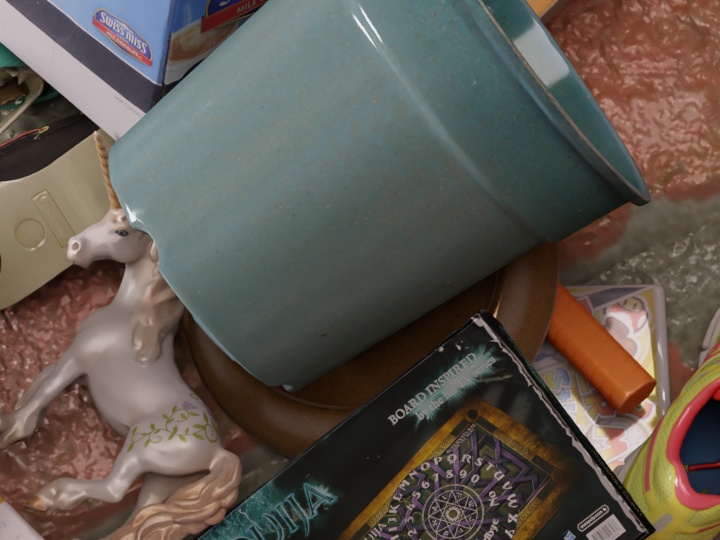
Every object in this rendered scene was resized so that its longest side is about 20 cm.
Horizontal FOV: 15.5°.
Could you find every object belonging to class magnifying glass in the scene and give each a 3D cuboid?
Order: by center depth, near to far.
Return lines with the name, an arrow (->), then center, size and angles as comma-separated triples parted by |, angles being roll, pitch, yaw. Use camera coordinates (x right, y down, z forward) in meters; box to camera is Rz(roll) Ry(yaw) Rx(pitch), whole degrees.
magnifying glass -> 0.077, -0.002, 1.356 | 0.080, 0.022, 0.200 | -34, 63, -17

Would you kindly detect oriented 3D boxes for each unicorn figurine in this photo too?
unicorn figurine -> -0.123, 0.056, 1.322 | 0.137, 0.074, 0.200 | -37, 74, 2

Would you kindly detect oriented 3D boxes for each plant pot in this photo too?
plant pot -> 0.001, -0.056, 1.246 | 0.196, 0.200, 0.200 | -37, 73, 11
plant pot -> 0.000, 0.000, 1.344 | 0.200, 0.027, 0.200 | -5, 73, 15

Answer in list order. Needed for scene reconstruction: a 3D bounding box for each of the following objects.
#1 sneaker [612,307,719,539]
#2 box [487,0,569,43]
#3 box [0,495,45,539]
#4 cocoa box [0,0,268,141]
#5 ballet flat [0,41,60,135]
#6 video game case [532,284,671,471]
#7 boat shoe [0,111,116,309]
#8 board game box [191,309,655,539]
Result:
sneaker -> 0.199, 0.064, 1.305 | 0.078, 0.090, 0.200 | 36, 65, 1
box -> 0.091, -0.211, 1.397 | 0.124, 0.097, 0.200 | 45, 77, 1
box -> -0.159, 0.213, 1.299 | 0.200, 0.041, 0.119 | 43, 77, 12
cocoa box -> -0.120, -0.178, 1.342 | 0.200, 0.131, 0.133 | 40, 49, 24
ballet flat -> -0.229, -0.085, 1.358 | 0.200, 0.067, 0.070 | -27, 78, -38
video game case -> 0.068, 0.105, 1.340 | 0.182, 0.023, 0.200 | -1, 71, 0
boat shoe -> -0.177, -0.029, 1.372 | 0.201, 0.063, 0.074 | -25, 103, -6
board game box -> 0.023, 0.132, 1.278 | 0.200, 0.028, 0.135 | -38, 79, 10
